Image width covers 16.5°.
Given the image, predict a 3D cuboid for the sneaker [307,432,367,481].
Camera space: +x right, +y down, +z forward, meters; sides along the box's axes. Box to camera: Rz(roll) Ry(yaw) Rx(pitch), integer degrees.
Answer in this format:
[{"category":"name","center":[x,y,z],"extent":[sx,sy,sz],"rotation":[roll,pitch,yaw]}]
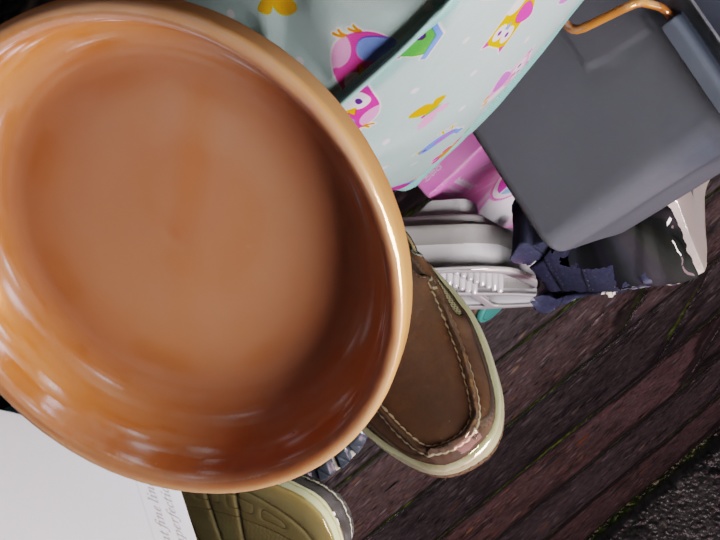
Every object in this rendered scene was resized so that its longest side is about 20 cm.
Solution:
[{"category":"sneaker","center":[-0.057,0.045,1.233],"extent":[0.199,0.078,0.086],"rotation":[6,-136,48]}]

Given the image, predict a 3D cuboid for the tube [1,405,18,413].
[{"category":"tube","center":[-0.128,0.068,1.169],"extent":[0.199,0.051,0.077],"rotation":[-15,176,32]}]

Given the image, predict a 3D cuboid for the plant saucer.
[{"category":"plant saucer","center":[-0.071,-0.012,0.923],"extent":[0.200,0.200,0.037],"rotation":[-52,179,34]}]

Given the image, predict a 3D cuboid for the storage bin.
[{"category":"storage bin","center":[0.103,-0.109,1.113],"extent":[0.134,0.201,0.145],"rotation":[-39,168,29]}]

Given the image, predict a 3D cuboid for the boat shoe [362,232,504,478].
[{"category":"boat shoe","center":[-0.005,0.004,1.128],"extent":[0.075,0.203,0.075],"rotation":[-35,150,2]}]

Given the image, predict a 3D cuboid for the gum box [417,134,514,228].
[{"category":"gum box","center":[0.083,-0.089,1.336],"extent":[0.113,0.066,0.200],"rotation":[-43,165,9]}]

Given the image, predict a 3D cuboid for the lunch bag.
[{"category":"lunch bag","center":[0.019,-0.125,0.971],"extent":[0.200,0.122,0.170],"rotation":[-43,166,25]}]

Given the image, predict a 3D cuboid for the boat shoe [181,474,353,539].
[{"category":"boat shoe","center":[-0.079,0.106,1.185],"extent":[0.200,0.072,0.066],"rotation":[0,-155,39]}]

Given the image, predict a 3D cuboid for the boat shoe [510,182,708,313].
[{"category":"boat shoe","center":[0.126,-0.052,1.263],"extent":[0.092,0.075,0.200],"rotation":[-16,-156,19]}]

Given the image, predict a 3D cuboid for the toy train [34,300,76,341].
[{"category":"toy train","center":[-0.087,-0.030,1.074],"extent":[0.116,0.084,0.200],"rotation":[-63,166,10]}]

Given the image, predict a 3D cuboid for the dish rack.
[{"category":"dish rack","center":[0.017,-0.006,1.319],"extent":[0.170,0.044,0.200],"rotation":[-2,175,16]}]

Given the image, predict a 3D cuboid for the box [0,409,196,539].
[{"category":"box","center":[-0.167,0.170,1.043],"extent":[0.199,0.200,0.131],"rotation":[16,127,-38]}]

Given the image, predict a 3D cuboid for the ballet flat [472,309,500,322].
[{"category":"ballet flat","center":[0.107,-0.056,1.490],"extent":[0.200,0.068,0.068],"rotation":[-48,165,20]}]
